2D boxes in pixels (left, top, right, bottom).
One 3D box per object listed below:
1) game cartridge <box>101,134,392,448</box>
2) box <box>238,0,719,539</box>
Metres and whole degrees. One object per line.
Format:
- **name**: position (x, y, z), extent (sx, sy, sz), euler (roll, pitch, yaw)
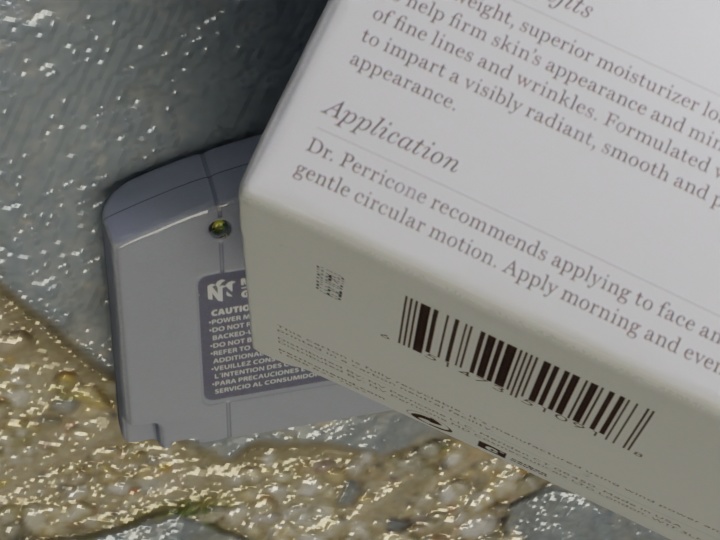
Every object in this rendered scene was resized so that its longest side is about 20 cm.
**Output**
- **game cartridge**: position (0.000, 0.000, 0.965), extent (0.199, 0.041, 0.134), euler (-9, 137, -11)
- **box**: position (0.075, -0.013, 0.802), extent (0.198, 0.131, 0.200), euler (25, 166, 6)
